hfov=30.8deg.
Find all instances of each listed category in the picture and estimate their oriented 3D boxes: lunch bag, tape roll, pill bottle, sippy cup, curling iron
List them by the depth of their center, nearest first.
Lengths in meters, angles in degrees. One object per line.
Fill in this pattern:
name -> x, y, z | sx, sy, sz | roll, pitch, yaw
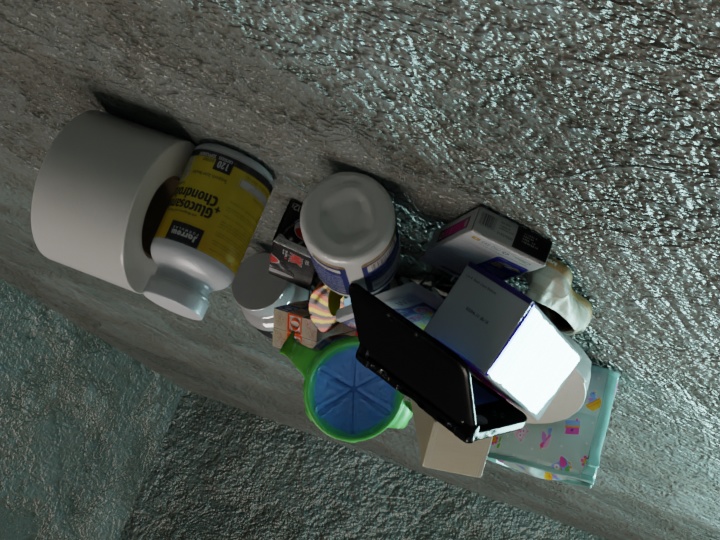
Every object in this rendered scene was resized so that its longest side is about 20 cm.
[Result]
pill bottle -> -0.008, -0.033, 1.557 | 0.110, 0.112, 0.200 | 21, 166, 10
pill bottle -> -0.193, -0.047, 1.624 | 0.111, 0.202, 0.112 | 21, 167, 5
tape roll -> -0.304, -0.087, 1.659 | 0.138, 0.205, 0.203 | 18, 166, 16
curling iron -> 0.181, 0.048, 1.727 | 0.198, 0.026, 0.050 | 25, 170, -7
sippy cup -> -0.019, 0.145, 1.746 | 0.130, 0.138, 0.180 | -139, 26, -76
tape roll -> 0.212, 0.134, 1.768 | 0.200, 0.037, 0.204 | 15, 142, 12
lunch bag -> 0.283, 0.216, 1.890 | 0.121, 0.172, 0.199 | 26, 166, -36
pill bottle -> -0.122, 0.053, 2.068 | 0.115, 0.117, 0.200 | 17, 164, 26

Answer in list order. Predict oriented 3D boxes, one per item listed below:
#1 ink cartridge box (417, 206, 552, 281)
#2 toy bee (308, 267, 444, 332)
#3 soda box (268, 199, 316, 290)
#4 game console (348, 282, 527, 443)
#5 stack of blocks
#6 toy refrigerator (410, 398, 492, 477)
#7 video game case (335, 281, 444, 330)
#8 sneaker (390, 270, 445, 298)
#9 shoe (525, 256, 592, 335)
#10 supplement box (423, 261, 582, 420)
ink cartridge box -> 0.140, -0.022, 1.513 | 0.094, 0.037, 0.200 | 25, 164, -11
toy bee -> 0.000, 0.000, 1.733 | 0.109, 0.199, 0.131 | 55, -166, -14
soda box -> -0.083, -0.032, 1.793 | 0.070, 0.064, 0.200 | 23, 166, 0
game console -> 0.093, 0.100, 1.538 | 0.175, 0.118, 0.199 | -5, -149, -46
stack of blocks -> -0.019, 0.077, 1.892 | 0.114, 0.059, 0.199 | 14, -162, 38
toy refrigerator -> 0.110, 0.180, 1.634 | 0.075, 0.071, 0.200 | 12, -161, -7
video game case -> 0.086, 0.079, 1.679 | 0.199, 0.018, 0.142 | 30, 146, -34
sneaker -> 0.080, 0.058, 1.779 | 0.084, 0.075, 0.200 | 30, 179, -21
shoe -> 0.231, 0.042, 1.562 | 0.069, 0.054, 0.200 | 17, 165, 25
supplement box -> 0.173, 0.087, 1.557 | 0.101, 0.104, 0.200 | 33, 177, 34
